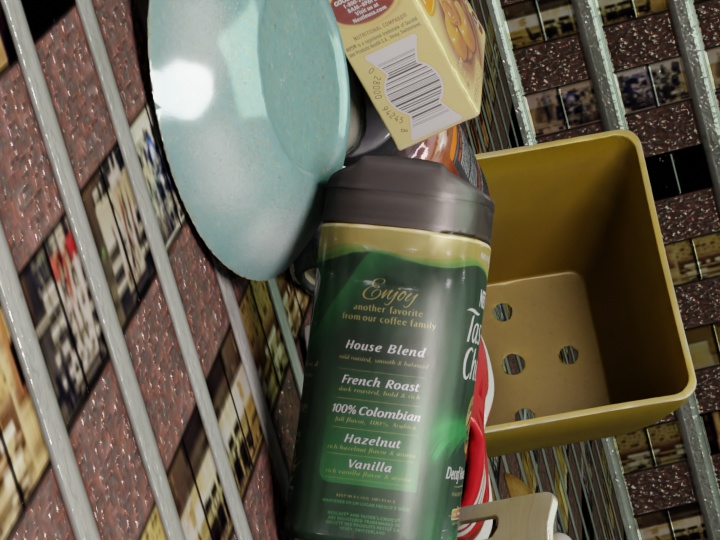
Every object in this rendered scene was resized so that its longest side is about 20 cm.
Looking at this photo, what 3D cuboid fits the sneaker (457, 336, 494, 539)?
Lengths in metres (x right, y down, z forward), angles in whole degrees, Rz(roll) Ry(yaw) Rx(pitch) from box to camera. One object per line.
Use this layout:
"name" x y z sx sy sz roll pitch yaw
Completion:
"sneaker" 0.056 0.075 1.696 0.116 0.078 0.200 96 -16 -67

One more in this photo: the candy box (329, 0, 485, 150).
"candy box" 0.001 -0.179 1.450 0.200 0.055 0.115 60 17 -23

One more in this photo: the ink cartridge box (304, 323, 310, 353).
"ink cartridge box" 0.022 0.143 1.549 0.200 0.047 0.198 45 31 -70

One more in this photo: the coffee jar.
"coffee jar" 0.017 0.044 1.325 0.104 0.085 0.200 20 76 -79

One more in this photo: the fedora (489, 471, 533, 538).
"fedora" 0.105 0.241 1.810 0.201 0.082 0.201 -18 90 -84

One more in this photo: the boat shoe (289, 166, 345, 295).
"boat shoe" 0.000 0.000 1.553 0.200 0.075 0.060 34 41 -61

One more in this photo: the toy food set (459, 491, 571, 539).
"toy food set" 0.134 0.213 1.637 0.200 0.143 0.060 45 56 -21

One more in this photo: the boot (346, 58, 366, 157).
"boot" -0.064 -0.145 1.421 0.131 0.068 0.200 -34 105 -74

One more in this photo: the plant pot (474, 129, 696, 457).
"plant pot" 0.111 0.040 1.868 0.176 0.200 0.200 90 -10 -69

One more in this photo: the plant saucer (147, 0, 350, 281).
"plant saucer" -0.044 -0.096 1.322 0.201 0.039 0.201 -6 90 -67

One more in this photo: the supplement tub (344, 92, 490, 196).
"supplement tub" 0.015 -0.067 1.619 0.200 0.107 0.107 58 20 -67
